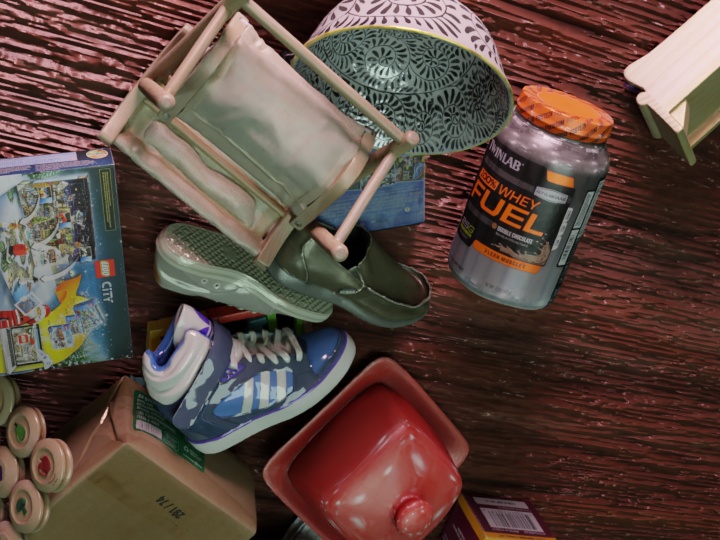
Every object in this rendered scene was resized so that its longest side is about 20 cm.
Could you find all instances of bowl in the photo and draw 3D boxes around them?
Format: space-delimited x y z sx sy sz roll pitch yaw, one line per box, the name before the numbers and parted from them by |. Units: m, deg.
bowl | 0.042 -0.192 1.014 0.198 0.095 0.201 9 157 4

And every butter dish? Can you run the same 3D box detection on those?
butter dish | 0.031 0.236 1.251 0.199 0.148 0.200 -42 123 -3

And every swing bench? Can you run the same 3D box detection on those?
swing bench | -0.093 -0.113 0.988 0.198 0.199 0.130 39 73 -20

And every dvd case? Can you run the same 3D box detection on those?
dvd case | -0.004 -0.126 1.122 0.141 0.018 0.202 -10 122 -14

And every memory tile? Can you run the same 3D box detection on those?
memory tile | -0.357 0.216 1.118 0.017 0.153 0.201 7 118 -52

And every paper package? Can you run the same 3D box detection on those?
paper package | -0.234 0.240 1.187 0.190 0.104 0.200 -39 124 14

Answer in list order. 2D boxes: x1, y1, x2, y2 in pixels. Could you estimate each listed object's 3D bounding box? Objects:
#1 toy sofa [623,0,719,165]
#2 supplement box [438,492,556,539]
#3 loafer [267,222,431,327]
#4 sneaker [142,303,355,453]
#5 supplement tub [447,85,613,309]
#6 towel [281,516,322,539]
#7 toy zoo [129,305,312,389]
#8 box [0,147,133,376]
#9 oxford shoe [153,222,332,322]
toy sofa | 0.374 -0.216 1.179 0.200 0.098 0.083 -42 148 7
supplement box | 0.146 0.385 1.426 0.109 0.086 0.202 12 114 -25
loafer | 0.000 0.000 1.148 0.198 0.076 0.070 16 129 -35
sneaker | -0.115 0.079 1.123 0.199 0.081 0.147 -31 123 -3
supplement tub | 0.172 -0.074 1.153 0.121 0.123 0.202 8 115 -23
towel | -0.041 0.352 1.379 0.146 0.024 0.201 23 108 -30
toy zoo | -0.145 0.098 1.198 0.198 0.021 0.133 -11 122 -13
box | -0.282 -0.005 1.033 0.135 0.038 0.202 -8 121 -16
oxford shoe | -0.117 0.010 1.132 0.198 0.076 0.058 19 130 -29
